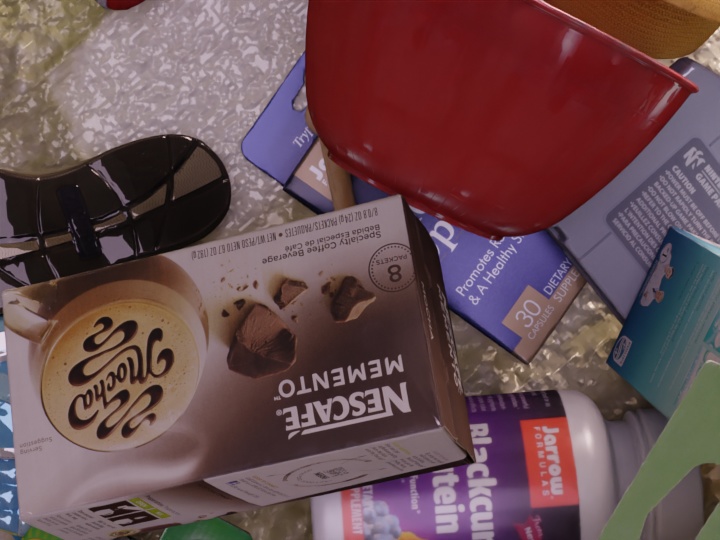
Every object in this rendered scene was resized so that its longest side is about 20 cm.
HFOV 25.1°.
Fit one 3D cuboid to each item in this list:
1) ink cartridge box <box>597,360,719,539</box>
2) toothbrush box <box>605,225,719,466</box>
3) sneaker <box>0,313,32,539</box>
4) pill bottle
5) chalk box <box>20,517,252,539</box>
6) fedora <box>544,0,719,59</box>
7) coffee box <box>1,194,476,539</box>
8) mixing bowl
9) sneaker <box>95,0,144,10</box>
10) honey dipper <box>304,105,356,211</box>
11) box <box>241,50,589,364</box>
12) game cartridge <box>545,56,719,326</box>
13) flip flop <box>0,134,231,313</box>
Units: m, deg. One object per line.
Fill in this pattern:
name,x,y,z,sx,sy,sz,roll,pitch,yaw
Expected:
ink cartridge box,0.195,0.140,0.661,0.199,0.048,0.146,23,107,-17
toothbrush box,0.225,0.060,0.769,0.146,0.200,0.086,22,98,-15
sneaker,-0.139,0.078,0.865,0.199,0.080,0.131,-13,91,9
pill bottle,0.074,0.121,0.852,0.199,0.111,0.112,-5,93,-1
chalk box,-0.127,0.212,0.824,0.200,0.124,0.125,-51,134,2
fedora,0.142,-0.172,0.839,0.200,0.201,0.082,26,131,-2
coffee box,-0.057,0.050,0.755,0.199,0.080,0.114,-13,69,10
mixing bowl,0.050,-0.083,0.779,0.199,0.200,0.109,25,99,-2
sneaker,-0.043,-0.186,0.857,0.200,0.071,0.112,-45,89,-1
honey dipper,0.000,0.000,0.825,0.038,0.038,0.201,-12,67,-1
box,0.045,-0.055,0.885,0.200,0.032,0.121,35,91,-1
game cartridge,0.195,-0.008,0.869,0.133,0.040,0.200,-39,106,4
flip flop,-0.168,-0.025,0.873,0.199,0.058,0.082,-16,88,-16
